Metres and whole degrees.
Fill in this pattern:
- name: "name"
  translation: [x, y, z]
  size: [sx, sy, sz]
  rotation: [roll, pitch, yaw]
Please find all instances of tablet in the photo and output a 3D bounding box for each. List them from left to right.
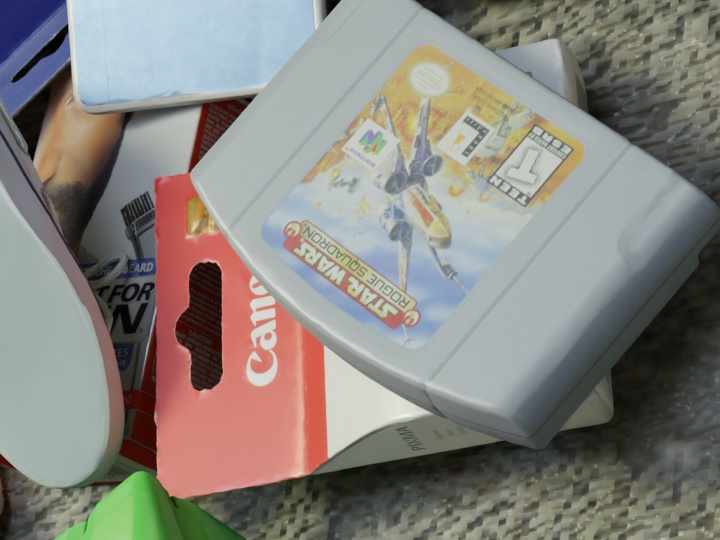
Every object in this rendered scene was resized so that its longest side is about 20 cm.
- name: "tablet"
  translation: [-0.078, -0.175, 1.130]
  size: [0.129, 0.014, 0.201]
  rotation: [-5, 89, 24]

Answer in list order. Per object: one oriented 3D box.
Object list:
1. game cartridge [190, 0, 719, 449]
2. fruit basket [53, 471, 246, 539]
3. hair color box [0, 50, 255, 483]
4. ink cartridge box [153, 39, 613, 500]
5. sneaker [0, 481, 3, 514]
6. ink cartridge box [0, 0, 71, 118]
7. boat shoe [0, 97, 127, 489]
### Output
- name: "game cartridge"
  translation: [0.028, -0.022, 0.999]
  size: [0.200, 0.042, 0.133]
  rotation: [36, 78, 33]
- name: "fruit basket"
  translation: [-0.109, 0.204, 0.997]
  size: [0.215, 0.155, 0.216]
  rotation: [-33, 36, 29]
- name: "hair color box"
  translation: [-0.105, -0.006, 1.168]
  size: [0.111, 0.064, 0.201]
  rotation: [-6, 64, 40]
- name: "ink cartridge box"
  translation: [0.000, 0.000, 1.044]
  size: [0.199, 0.050, 0.162]
  rotation: [-10, 61, 14]
- name: "sneaker"
  translation: [-0.227, 0.146, 1.187]
  size: [0.114, 0.075, 0.201]
  rotation: [-32, 54, 22]
- name: "ink cartridge box"
  translation: [-0.193, -0.139, 1.268]
  size: [0.196, 0.043, 0.200]
  rotation: [-46, 31, -11]
- name: "boat shoe"
  translation: [-0.149, -0.001, 1.112]
  size: [0.074, 0.086, 0.203]
  rotation: [-32, 81, 19]
